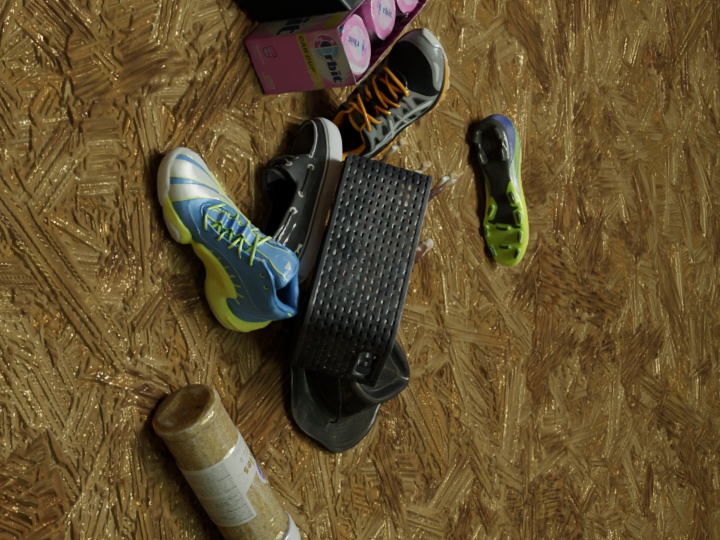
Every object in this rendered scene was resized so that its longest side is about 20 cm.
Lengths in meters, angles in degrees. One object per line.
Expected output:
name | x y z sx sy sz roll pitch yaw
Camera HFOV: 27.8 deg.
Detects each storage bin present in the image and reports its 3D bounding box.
storage bin | 0.000 0.000 1.472 0.135 0.093 0.201 111 -5 -63

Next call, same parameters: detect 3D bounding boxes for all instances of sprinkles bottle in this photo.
sprinkles bottle | -0.124 0.199 1.366 0.068 0.068 0.201 -60 136 -41

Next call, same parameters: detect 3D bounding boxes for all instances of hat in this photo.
hat | 0.003 0.103 1.568 0.200 0.080 0.202 9 80 -59

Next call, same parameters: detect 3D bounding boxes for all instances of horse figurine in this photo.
horse figurine | 0.042 -0.076 1.638 0.050 0.133 0.200 52 17 28

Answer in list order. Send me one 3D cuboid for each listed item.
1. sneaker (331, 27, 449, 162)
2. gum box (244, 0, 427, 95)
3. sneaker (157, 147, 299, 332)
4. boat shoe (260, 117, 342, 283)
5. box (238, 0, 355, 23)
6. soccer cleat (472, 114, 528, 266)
sneaker | 0.025 -0.176 1.540 0.077 0.200 0.078 -28 72 -44
gum box | -0.020 -0.264 1.521 0.200 0.113 0.066 -55 132 -45
sneaker | -0.112 -0.031 1.364 0.076 0.104 0.201 -58 136 -43
boat shoe | -0.071 -0.082 1.478 0.066 0.070 0.201 30 57 -29
box | -0.081 -0.383 1.417 0.200 0.123 0.198 44 54 -48
soccer cleat | 0.194 -0.107 1.913 0.084 0.064 0.202 -29 112 -58
